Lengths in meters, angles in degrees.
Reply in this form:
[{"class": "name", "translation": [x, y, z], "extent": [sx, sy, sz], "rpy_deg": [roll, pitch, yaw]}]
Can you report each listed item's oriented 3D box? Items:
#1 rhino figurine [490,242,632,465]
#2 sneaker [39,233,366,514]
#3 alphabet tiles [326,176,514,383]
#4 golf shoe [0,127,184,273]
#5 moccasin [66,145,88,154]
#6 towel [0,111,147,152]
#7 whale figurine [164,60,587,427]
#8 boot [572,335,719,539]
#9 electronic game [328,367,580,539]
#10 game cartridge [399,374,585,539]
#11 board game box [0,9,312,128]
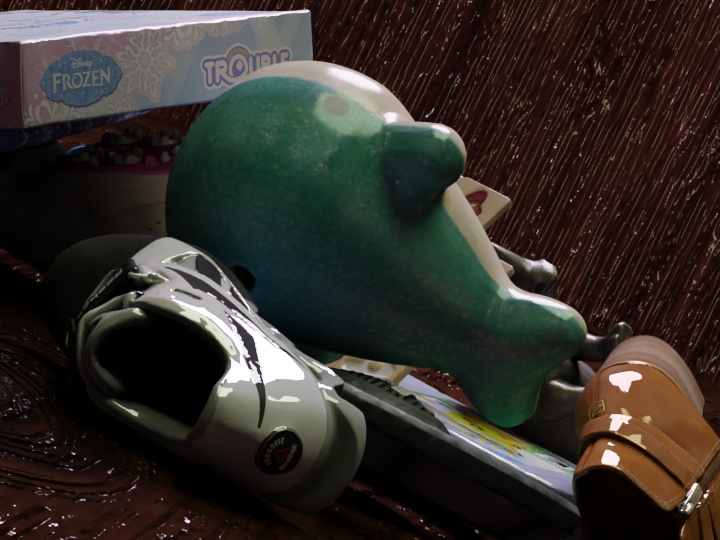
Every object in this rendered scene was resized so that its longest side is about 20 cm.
[{"class": "rhino figurine", "translation": [0.098, 0.054, 1.464], "extent": [0.087, 0.060, 0.200], "rpy_deg": [-1, -42, 31]}, {"class": "sneaker", "translation": [-0.085, 0.026, 1.142], "extent": [0.088, 0.074, 0.200], "rpy_deg": [24, 4, -42]}, {"class": "alphabet tiles", "translation": [-0.025, -0.006, 1.423], "extent": [0.200, 0.166, 0.006], "rpy_deg": [29, -28, 40]}, {"class": "golf shoe", "translation": [-0.158, -0.023, 1.428], "extent": [0.200, 0.092, 0.075], "rpy_deg": [4, 22, 42]}, {"class": "moccasin", "translation": [-0.081, 0.004, 1.516], "extent": [0.200, 0.068, 0.080], "rpy_deg": [27, -3, 14]}, {"class": "towel", "translation": [-0.197, -0.078, 1.419], "extent": [0.144, 0.024, 0.200], "rpy_deg": [-1, 10, 23]}, {"class": "whale figurine", "translation": [0.000, 0.000, 1.256], "extent": [0.200, 0.159, 0.104], "rpy_deg": [39, 43, 4]}, {"class": "boot", "translation": [0.164, 0.135, 1.324], "extent": [0.200, 0.074, 0.155], "rpy_deg": [49, 22, -8]}, {"class": "electronic game", "translation": [0.006, 0.068, 1.242], "extent": [0.200, 0.042, 0.200], "rpy_deg": [27, -5, 2]}, {"class": "game cartridge", "translation": [0.052, 0.093, 1.403], "extent": [0.200, 0.041, 0.133], "rpy_deg": [28, 8, 28]}, {"class": "board game box", "translation": [-0.161, -0.100, 1.359], "extent": [0.199, 0.044, 0.200], "rpy_deg": [3, 10, 39]}]
